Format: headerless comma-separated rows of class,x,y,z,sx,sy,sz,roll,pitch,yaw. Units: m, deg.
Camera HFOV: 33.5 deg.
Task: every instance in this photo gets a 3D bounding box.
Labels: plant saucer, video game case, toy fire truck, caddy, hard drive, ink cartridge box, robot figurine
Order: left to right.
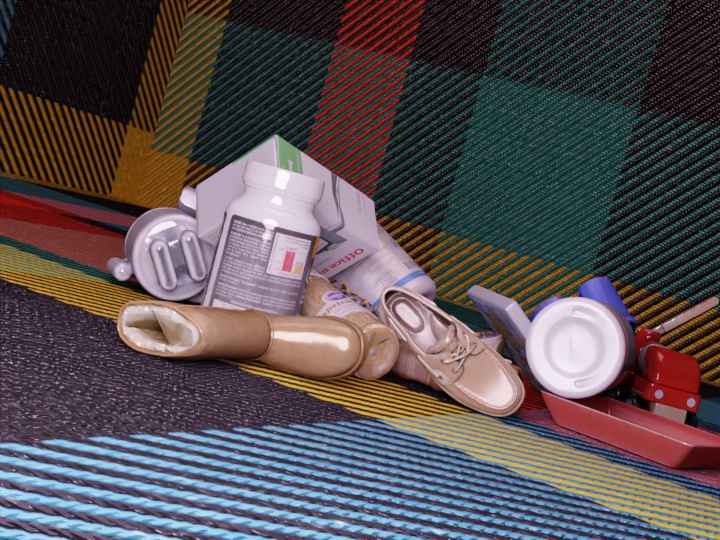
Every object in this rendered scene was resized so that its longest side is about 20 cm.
robot figurine,-0.256,-0.024,1.597,0.168,0.114,0.200,-14,11,-14
hard drive,-0.199,-0.061,1.706,0.131,0.027,0.200,25,-12,-6
ink cartridge box,-0.091,-0.067,1.531,0.145,0.085,0.199,-29,-40,29
video game case,0.230,0.107,1.669,0.183,0.022,0.200,54,-4,-10
caddy,0.323,0.096,1.717,0.140,0.106,0.200,-26,-22,0
plant saucer,0.340,0.195,1.442,0.199,0.037,0.199,19,4,37
toy fire truck,0.423,0.123,1.641,0.127,0.202,0.176,15,2,-8

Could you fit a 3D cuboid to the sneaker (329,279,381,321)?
sneaker,-0.025,0.054,1.558,0.198,0.078,0.078,16,-25,-22

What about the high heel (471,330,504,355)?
high heel,0.123,0.105,1.684,0.141,0.072,0.200,16,6,19

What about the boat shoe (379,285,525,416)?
boat shoe,0.098,0.091,1.336,0.199,0.072,0.065,37,-5,12

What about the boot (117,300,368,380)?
boot,-0.109,0.068,1.156,0.173,0.067,0.199,3,-4,26

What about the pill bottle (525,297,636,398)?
pill bottle,0.281,0.095,1.486,0.118,0.121,0.200,16,3,19

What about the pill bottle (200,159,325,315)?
pill bottle,-0.110,-0.017,1.365,0.115,0.202,0.116,16,3,-1

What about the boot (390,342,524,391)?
boot,0.131,0.110,1.486,0.153,0.078,0.200,15,5,13

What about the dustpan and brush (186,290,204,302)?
dustpan and brush,-0.142,0.011,1.669,0.138,0.058,0.201,7,38,17

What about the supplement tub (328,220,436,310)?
supplement tub,0.000,0.000,1.695,0.200,0.132,0.132,46,14,20

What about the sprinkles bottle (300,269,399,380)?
sprinkles bottle,-0.029,0.060,1.411,0.068,0.069,0.200,14,12,-33
